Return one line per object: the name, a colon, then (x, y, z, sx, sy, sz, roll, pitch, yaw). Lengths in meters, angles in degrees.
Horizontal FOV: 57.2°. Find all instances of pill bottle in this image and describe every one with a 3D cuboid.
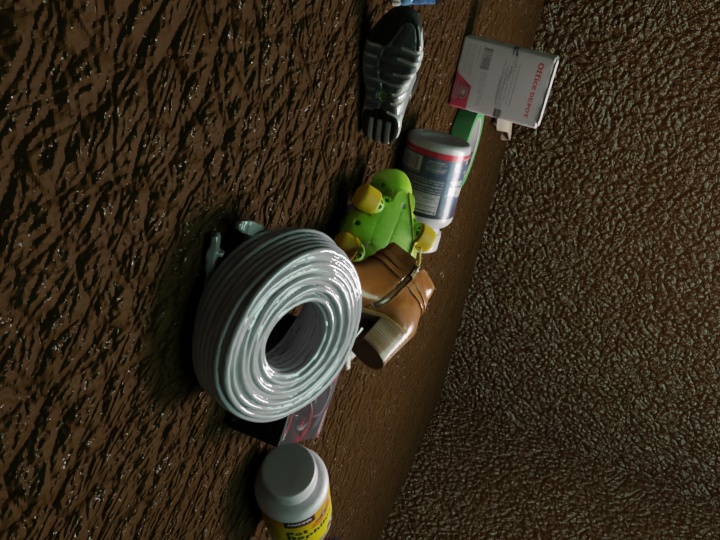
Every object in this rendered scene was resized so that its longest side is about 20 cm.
pill bottle: (-0.098, 0.334, 0.980, 0.202, 0.107, 0.110, 89, 24, -52)
pill bottle: (0.121, -0.143, 1.199, 0.120, 0.118, 0.204, -42, 148, -62)

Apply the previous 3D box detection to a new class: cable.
cable: (-0.078, 0.055, 0.672, 0.198, 0.069, 0.204, -1, 113, -49)

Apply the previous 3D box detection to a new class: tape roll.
tape roll: (0.254, -0.309, 1.631, 0.200, 0.047, 0.204, 19, 89, -75)

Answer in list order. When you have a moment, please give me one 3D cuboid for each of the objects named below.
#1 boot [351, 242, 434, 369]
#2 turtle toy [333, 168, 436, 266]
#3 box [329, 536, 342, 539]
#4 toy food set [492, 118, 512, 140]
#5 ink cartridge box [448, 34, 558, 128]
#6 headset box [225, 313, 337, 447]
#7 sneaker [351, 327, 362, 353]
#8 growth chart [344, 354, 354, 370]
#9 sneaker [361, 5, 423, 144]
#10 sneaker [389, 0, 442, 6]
boot: (0.005, 0.005, 0.839, 0.073, 0.201, 0.155, -19, -158, 47)
turtle toy: (0.028, -0.058, 0.957, 0.101, 0.145, 0.203, -6, -124, 59)
box: (-0.073, 0.791, 1.609, 0.198, 0.121, 0.204, 32, 76, -74)
toy food set: (0.483, -0.528, 2.228, 0.200, 0.059, 0.147, -9, 105, -75)
ink cartridge box: (0.305, -0.403, 1.404, 0.085, 0.197, 0.148, -41, 148, -62)
headset box: (-0.083, 0.140, 0.865, 0.200, 0.074, 0.151, 43, 65, -74)
sneaker: (0.006, 0.091, 1.007, 0.200, 0.074, 0.082, -44, 131, -2)
growth chart: (0.010, 0.095, 1.273, 0.146, 0.017, 0.201, 92, 22, -49)
sneaker: (0.048, -0.278, 0.878, 0.201, 0.074, 0.117, 106, 6, -52)
sneaker: (0.104, -0.422, 0.848, 0.078, 0.088, 0.203, 51, 58, -73)
